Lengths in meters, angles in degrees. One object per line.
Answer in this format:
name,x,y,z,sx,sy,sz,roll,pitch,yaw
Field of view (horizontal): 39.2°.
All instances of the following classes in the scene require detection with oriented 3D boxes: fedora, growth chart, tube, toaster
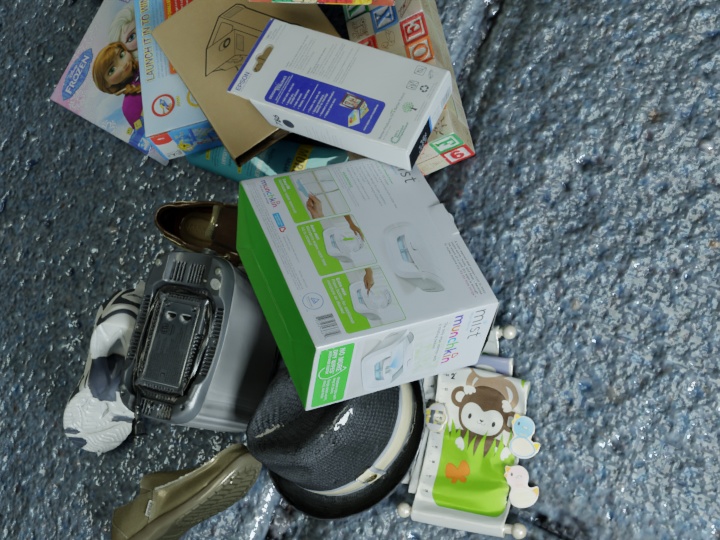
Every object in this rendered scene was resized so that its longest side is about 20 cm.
fedora,-0.038,0.137,0.951,0.199,0.091,0.203,-11,71,34
growth chart,0.095,0.142,0.934,0.143,0.018,0.202,-6,73,27
tube,-0.100,-0.115,1.106,0.198,0.050,0.078,18,93,25
toaster,-0.156,0.085,1.024,0.113,0.129,0.202,6,78,31

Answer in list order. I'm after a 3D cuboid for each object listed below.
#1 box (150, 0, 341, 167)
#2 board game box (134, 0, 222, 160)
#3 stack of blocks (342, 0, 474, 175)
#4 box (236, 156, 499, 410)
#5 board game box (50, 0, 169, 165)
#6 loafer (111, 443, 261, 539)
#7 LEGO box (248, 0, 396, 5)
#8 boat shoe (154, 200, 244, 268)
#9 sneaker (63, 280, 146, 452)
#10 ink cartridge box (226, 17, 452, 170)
box,-0.109,-0.225,1.053,0.163,0.021,0.201,-34,66,-1
board game box,-0.144,-0.242,1.112,0.194,0.056,0.202,-13,67,9
stack of blocks,0.035,-0.195,1.042,0.114,0.058,0.202,-20,66,22
box,0.000,0.000,0.918,0.175,0.097,0.201,-13,52,-22
board game box,-0.263,-0.257,1.235,0.198,0.041,0.201,28,89,32
loafer,-0.187,0.229,1.030,0.199,0.076,0.068,-37,67,15
LEGO box,-0.032,-0.353,1.033,0.147,0.078,0.201,3,41,3
boat shoe,-0.138,-0.037,1.082,0.200,0.075,0.076,6,78,30
sneaker,-0.266,0.097,1.121,0.079,0.130,0.201,15,123,-2
ink cartridge box,-0.021,-0.172,0.974,0.198,0.039,0.100,22,70,19
